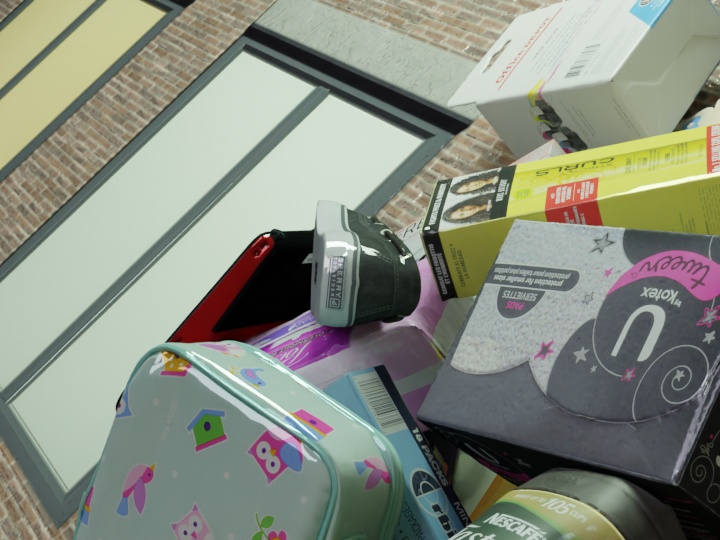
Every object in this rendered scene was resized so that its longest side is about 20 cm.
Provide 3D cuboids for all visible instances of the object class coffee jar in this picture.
[{"bbox_3d":[0.054,0.166,0.701,0.199,0.086,0.104,-29,13,-28],"label":"coffee jar"}]

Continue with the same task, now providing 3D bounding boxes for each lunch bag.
[{"bbox_3d":[-0.068,0.150,0.812,0.159,0.077,0.202,28,107,29],"label":"lunch bag"}]

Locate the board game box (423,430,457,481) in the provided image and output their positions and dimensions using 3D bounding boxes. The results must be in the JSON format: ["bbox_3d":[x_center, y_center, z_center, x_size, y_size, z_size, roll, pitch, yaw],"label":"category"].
[{"bbox_3d":[-0.041,0.168,0.996,0.198,0.057,0.166,-26,17,23],"label":"board game box"}]

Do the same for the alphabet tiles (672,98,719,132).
[{"bbox_3d":[0.204,-0.053,1.034,0.199,0.015,0.196,-32,19,38],"label":"alphabet tiles"}]

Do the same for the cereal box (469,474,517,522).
[{"bbox_3d":[0.115,0.190,0.849,0.199,0.040,0.144,9,56,52],"label":"cereal box"}]

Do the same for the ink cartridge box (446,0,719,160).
[{"bbox_3d":[0.167,-0.146,1.176,0.115,0.068,0.199,-51,24,-22],"label":"ink cartridge box"}]

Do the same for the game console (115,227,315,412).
[{"bbox_3d":[-0.081,0.037,1.122,0.177,0.031,0.200,-53,-14,14],"label":"game console"}]

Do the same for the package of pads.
[{"bbox_3d":[-0.015,0.068,0.991,0.198,0.076,0.121,-24,14,25],"label":"package of pads"}]

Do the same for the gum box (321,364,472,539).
[{"bbox_3d":[-0.025,0.177,0.858,0.199,0.171,0.044,-38,-16,29],"label":"gum box"}]

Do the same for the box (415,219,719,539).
[{"bbox_3d":[0.146,0.058,0.803,0.199,0.114,0.133,9,67,55],"label":"box"}]

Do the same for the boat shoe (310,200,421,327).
[{"bbox_3d":[0.000,0.000,0.934,0.056,0.070,0.200,4,9,-4],"label":"boat shoe"}]

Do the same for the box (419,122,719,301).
[{"bbox_3d":[0.138,-0.036,0.922,0.198,0.051,0.075,-10,27,18],"label":"box"}]

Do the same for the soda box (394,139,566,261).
[{"bbox_3d":[0.070,-0.007,1.091,0.199,0.064,0.069,-31,21,33],"label":"soda box"}]
